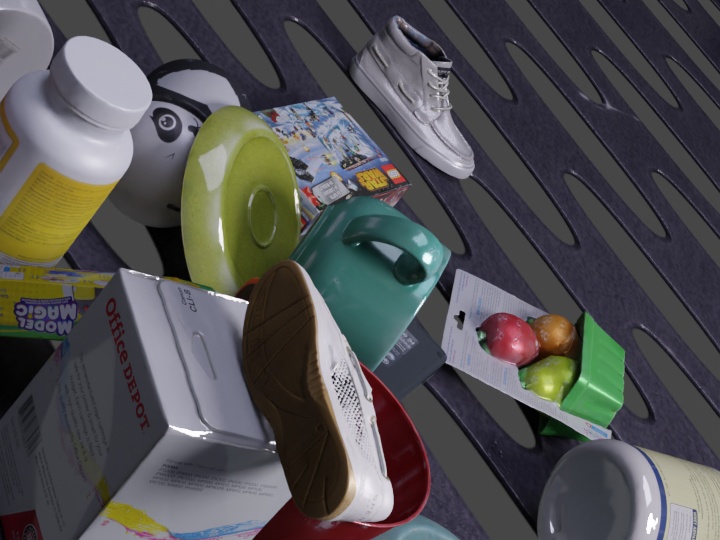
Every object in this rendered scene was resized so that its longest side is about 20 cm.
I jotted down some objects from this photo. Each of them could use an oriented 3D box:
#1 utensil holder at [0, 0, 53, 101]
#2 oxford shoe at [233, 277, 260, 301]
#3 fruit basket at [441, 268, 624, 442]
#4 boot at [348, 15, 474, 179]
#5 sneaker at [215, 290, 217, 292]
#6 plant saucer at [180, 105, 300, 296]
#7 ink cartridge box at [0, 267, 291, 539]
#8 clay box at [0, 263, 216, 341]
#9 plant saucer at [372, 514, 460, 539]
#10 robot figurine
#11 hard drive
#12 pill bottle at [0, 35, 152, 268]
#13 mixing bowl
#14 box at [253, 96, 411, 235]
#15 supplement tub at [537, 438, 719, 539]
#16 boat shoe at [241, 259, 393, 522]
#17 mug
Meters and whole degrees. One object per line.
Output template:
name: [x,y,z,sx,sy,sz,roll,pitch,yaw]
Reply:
utensil holder: [-0.375,-0.241,1.494,0.169,0.170,0.201,-2,54,-52]
oxford shoe: [-0.051,0.087,1.329,0.073,0.071,0.201,29,31,-31]
fruit basket: [0.175,0.093,1.827,0.198,0.094,0.186,22,31,-4]
boot: [0.080,-0.207,2.075,0.200,0.096,0.073,45,29,5]
sneaker: [-0.123,0.056,1.479,0.199,0.092,0.076,-1,50,-53]
plant saucer: [-0.099,-0.048,1.579,0.200,0.031,0.202,0,90,-65]
ink cartridge box: [-0.148,0.126,1.242,0.144,0.200,0.146,15,39,-39]
clay box: [-0.207,0.027,1.330,0.198,0.048,0.115,6,5,-10]
plant saucer: [0.060,0.270,1.473,0.200,0.039,0.202,30,32,-20]
robot figurine: [-0.168,-0.122,1.625,0.149,0.126,0.200,6,28,11]
hard drive: [-0.009,0.072,1.657,0.140,0.033,0.200,46,29,7]
pill bottle: [-0.251,-0.087,1.400,0.111,0.200,0.113,30,31,-21]
mixing bowl: [-0.054,0.155,1.415,0.199,0.109,0.201,31,30,-20]
box: [-0.045,-0.114,1.854,0.137,0.040,0.199,49,29,13]
supplement tub: [0.281,0.248,1.665,0.199,0.145,0.146,18,37,-36]
boat shoe: [-0.026,0.085,1.182,0.069,0.071,0.201,23,40,-43]
mug: [0.000,0.000,1.540,0.114,0.186,0.152,36,26,-3]
